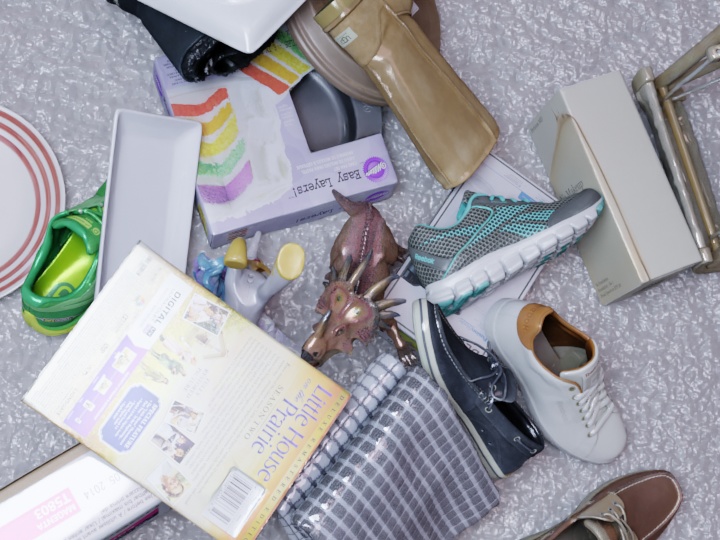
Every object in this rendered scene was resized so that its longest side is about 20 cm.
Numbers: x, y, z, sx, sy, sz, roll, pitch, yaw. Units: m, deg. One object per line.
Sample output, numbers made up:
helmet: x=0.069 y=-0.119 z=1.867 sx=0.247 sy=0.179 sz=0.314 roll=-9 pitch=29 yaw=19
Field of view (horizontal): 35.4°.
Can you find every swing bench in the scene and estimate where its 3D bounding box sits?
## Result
swing bench: x=0.360 y=-0.119 z=1.072 sx=0.129 sy=0.200 sz=0.201 roll=-7 pitch=75 yaw=-37

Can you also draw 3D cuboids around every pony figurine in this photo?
pony figurine: x=-0.103 y=0.058 z=0.967 sx=0.165 sy=0.200 sz=0.195 roll=13 pitch=88 yaw=-10

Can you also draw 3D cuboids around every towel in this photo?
towel: x=0.026 y=0.189 z=0.941 sx=0.085 sy=0.201 sz=0.166 roll=23 pitch=65 yaw=39

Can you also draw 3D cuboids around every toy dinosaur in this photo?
toy dinosaur: x=0.000 y=0.000 z=0.958 sx=0.085 sy=0.136 sz=0.202 roll=-3 pitch=63 yaw=7

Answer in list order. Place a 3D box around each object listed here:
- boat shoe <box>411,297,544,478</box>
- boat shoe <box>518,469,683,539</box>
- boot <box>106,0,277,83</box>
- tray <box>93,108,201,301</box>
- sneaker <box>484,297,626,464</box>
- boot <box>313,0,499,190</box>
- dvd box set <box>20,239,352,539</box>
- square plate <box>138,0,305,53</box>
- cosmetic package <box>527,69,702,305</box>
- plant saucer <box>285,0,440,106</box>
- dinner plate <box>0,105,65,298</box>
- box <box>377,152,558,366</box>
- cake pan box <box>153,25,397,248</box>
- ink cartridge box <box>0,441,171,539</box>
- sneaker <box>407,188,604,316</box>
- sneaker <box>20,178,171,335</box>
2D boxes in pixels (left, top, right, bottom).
boat shoe: x=0.101 y=0.098 z=0.976 sx=0.062 sy=0.075 sz=0.201 roll=-24 pitch=118 yaw=15
boat shoe: x=0.218 y=0.245 z=1.026 sx=0.199 sy=0.072 sz=0.076 roll=-30 pitch=83 yaw=-17
boot: x=-0.128 y=-0.267 z=1.055 sx=0.199 sy=0.077 sz=0.168 roll=-35 pitch=63 yaw=-25
tray: x=-0.192 y=-0.037 z=0.989 sx=0.022 sy=0.107 sz=0.202 roll=10 pitch=95 yaw=33
sneaker: x=0.194 y=0.109 z=1.022 sx=0.200 sy=0.084 sz=0.073 roll=48 pitch=66 yaw=-23
boot: x=0.062 y=-0.202 z=1.059 sx=0.200 sy=0.066 sz=0.175 roll=48 pitch=57 yaw=-15
dvd box set: x=-0.127 y=0.094 z=0.839 sx=0.199 sy=0.029 sz=0.147 roll=35 pitch=80 yaw=-4
square plate: x=-0.119 y=-0.298 z=1.012 sx=0.197 sy=0.029 sz=0.200 roll=28 pitch=60 yaw=19
cosmetic package: x=0.244 y=-0.078 z=1.099 sx=0.073 sy=0.104 sz=0.202 roll=-19 pitch=79 yaw=-15
plant saucer: x=0.006 y=-0.256 z=1.092 sx=0.199 sy=0.029 sz=0.202 roll=17 pitch=62 yaw=-34
dinner plate: x=-0.367 y=-0.061 z=1.016 sx=0.198 sy=0.024 sz=0.202 roll=3 pitch=76 yaw=-11
box: x=0.105 y=-0.001 z=1.074 sx=0.116 sy=0.060 sz=0.201 roll=36 pitch=72 yaw=0
cake pan box: x=-0.078 y=-0.136 z=1.079 sx=0.198 sy=0.052 sz=0.186 roll=-16 pitch=81 yaw=-15
ink cartridge box: x=-0.235 y=0.196 z=0.902 sx=0.199 sy=0.165 sz=0.075 roll=-30 pitch=83 yaw=-16
sneaker: x=0.129 y=-0.040 z=1.020 sx=0.199 sy=0.078 sz=0.092 roll=-26 pitch=78 yaw=-18
sneaker: x=-0.229 y=-0.032 z=1.002 sx=0.074 sy=0.084 sz=0.201 roll=30 pitch=71 yaw=6
